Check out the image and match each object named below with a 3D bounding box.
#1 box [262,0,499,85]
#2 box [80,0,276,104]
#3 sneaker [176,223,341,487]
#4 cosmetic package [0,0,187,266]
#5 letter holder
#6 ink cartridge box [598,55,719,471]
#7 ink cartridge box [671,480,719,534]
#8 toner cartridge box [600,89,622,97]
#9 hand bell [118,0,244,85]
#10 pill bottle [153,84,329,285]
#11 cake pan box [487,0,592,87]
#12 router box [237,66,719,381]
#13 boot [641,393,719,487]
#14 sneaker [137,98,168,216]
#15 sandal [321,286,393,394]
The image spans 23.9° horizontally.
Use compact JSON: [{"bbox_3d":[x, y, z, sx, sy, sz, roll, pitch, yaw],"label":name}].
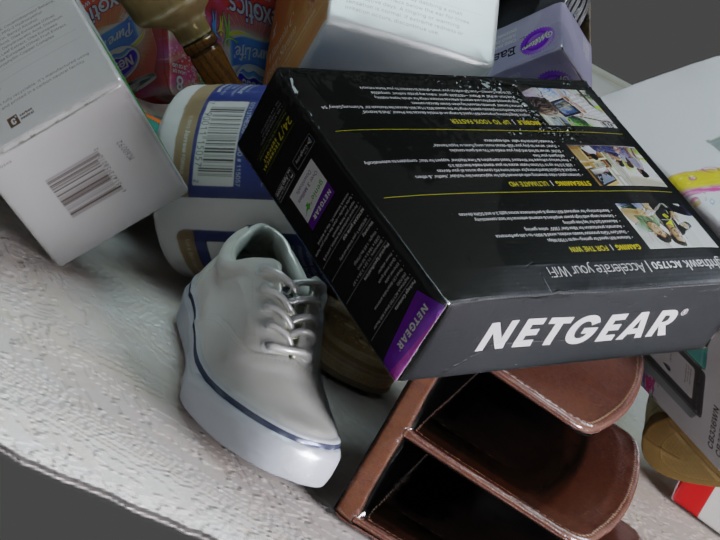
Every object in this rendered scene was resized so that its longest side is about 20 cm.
[{"bbox_3d":[0.015,-0.186,1.071,0.106,0.152,0.200,14,62,-14],"label":"box"},{"bbox_3d":[-0.112,-0.141,1.160,0.102,0.095,0.200,-6,-7,29],"label":"box"},{"bbox_3d":[-0.047,0.032,0.821,0.073,0.071,0.200,21,16,-25],"label":"sneaker"},{"bbox_3d":[-0.180,-0.115,0.892,0.200,0.085,0.108,58,-3,30],"label":"cosmetic package"},{"bbox_3d":[0.095,0.090,0.829,0.142,0.101,0.200,32,15,9],"label":"letter holder"},{"bbox_3d":[0.223,0.000,0.888,0.146,0.147,0.200,-20,44,-20],"label":"ink cartridge box"},{"bbox_3d":[0.272,0.141,1.032,0.200,0.067,0.116,37,18,30],"label":"ink cartridge box"},{"bbox_3d":[0.088,-0.057,1.136,0.200,0.095,0.043,-22,81,-27],"label":"toner cartridge box"},{"bbox_3d":[-0.093,-0.129,1.020,0.200,0.104,0.104,62,6,-16],"label":"hand bell"},{"bbox_3d":[-0.005,-0.047,0.942,0.199,0.111,0.111,3,8,16],"label":"pill bottle"},{"bbox_3d":[0.073,-0.161,1.198,0.052,0.200,0.184,50,33,-36],"label":"cake pan box"},{"bbox_3d":[0.064,-0.026,0.777,0.200,0.051,0.149,-3,46,-39],"label":"router box"},{"bbox_3d":[0.266,0.060,0.985,0.199,0.073,0.156,6,42,7],"label":"boot"},{"bbox_3d":[-0.127,-0.060,1.021,0.200,0.071,0.080,20,35,-50],"label":"sneaker"},{"bbox_3d":[0.005,0.002,1.020,0.077,0.070,0.212,24,15,-12],"label":"sandal"}]
